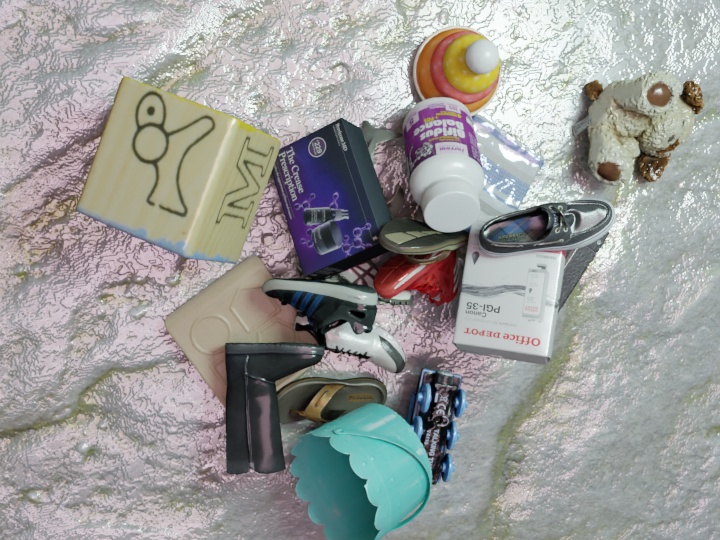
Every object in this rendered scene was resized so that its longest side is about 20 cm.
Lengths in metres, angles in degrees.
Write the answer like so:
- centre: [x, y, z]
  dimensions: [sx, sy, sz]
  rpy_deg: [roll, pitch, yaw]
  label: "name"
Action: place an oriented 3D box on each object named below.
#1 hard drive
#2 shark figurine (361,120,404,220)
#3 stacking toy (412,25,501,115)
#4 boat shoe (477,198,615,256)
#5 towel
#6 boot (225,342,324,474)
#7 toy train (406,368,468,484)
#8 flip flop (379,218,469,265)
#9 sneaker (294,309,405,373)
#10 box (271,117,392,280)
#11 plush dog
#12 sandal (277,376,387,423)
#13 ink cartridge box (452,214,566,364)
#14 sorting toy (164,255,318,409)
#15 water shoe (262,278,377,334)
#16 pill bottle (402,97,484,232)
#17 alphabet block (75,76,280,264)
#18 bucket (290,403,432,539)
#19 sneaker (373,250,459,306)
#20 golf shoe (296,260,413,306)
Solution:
- centre: [0.306, 0.010, 1.469]
  dimensions: [0.038, 0.140, 0.201]
  rpy_deg: [32, 92, -10]
  label: "hard drive"
- centre: [0.011, -0.121, 1.449]
  dimensions: [0.128, 0.089, 0.216]
  rpy_deg: [-27, 110, -38]
  label: "shark figurine"
- centre: [0.166, -0.308, 1.385]
  dimensions: [0.145, 0.200, 0.147]
  rpy_deg: [-1, 97, -8]
  label: "stacking toy"
- centre: [0.264, -0.067, 1.305]
  dimensions: [0.199, 0.066, 0.070]
  rpy_deg: [-8, 76, 11]
  label: "boat shoe"
- centre: [0.200, -0.138, 1.469]
  dimensions: [0.146, 0.024, 0.201]
  rpy_deg: [33, 73, -10]
  label: "towel"
- centre: [-0.132, 0.213, 1.412]
  dimensions: [0.164, 0.066, 0.201]
  rpy_deg: [-1, 89, 16]
  label: "boot"
- centre: [0.112, 0.253, 1.479]
  dimensions: [0.086, 0.114, 0.201]
  rpy_deg: [10, 95, -10]
  label: "toy train"
- centre: [0.096, -0.038, 1.351]
  dimensions: [0.081, 0.200, 0.058]
  rpy_deg: [32, 110, 24]
  label: "flip flop"
- centre: [-0.020, 0.111, 1.456]
  dimensions: [0.199, 0.074, 0.080]
  rpy_deg: [34, 57, -4]
  label: "sneaker"
- centre: [-0.042, -0.105, 1.382]
  dimensions: [0.141, 0.079, 0.201]
  rpy_deg: [-23, 76, 18]
  label: "box"
- centre: [0.461, -0.241, 1.485]
  dimensions: [0.171, 0.161, 0.201]
  rpy_deg: [12, 122, -23]
  label: "plush dog"
- centre: [-0.051, 0.217, 1.472]
  dimensions: [0.199, 0.055, 0.082]
  rpy_deg: [0, 121, -12]
  label: "sandal"
- centre: [0.226, 0.029, 1.371]
  dimensions: [0.146, 0.083, 0.201]
  rpy_deg: [7, 80, 13]
  label: "ink cartridge box"
- centre: [-0.184, 0.106, 1.465]
  dimensions: [0.185, 0.036, 0.200]
  rpy_deg: [-36, 95, -3]
  label: "sorting toy"
- centre: [-0.069, 0.055, 1.379]
  dimensions: [0.199, 0.071, 0.079]
  rpy_deg: [5, 92, 32]
  label: "water shoe"
- centre: [0.125, -0.157, 1.368]
  dimensions: [0.111, 0.201, 0.113]
  rpy_deg: [-3, 139, -2]
  label: "pill bottle"
- centre: [-0.256, -0.138, 1.319]
  dimensions: [0.194, 0.196, 0.201]
  rpy_deg: [22, 93, 12]
  label: "alphabet block"
- centre: [0.004, 0.312, 1.404]
  dimensions: [0.134, 0.207, 0.208]
  rpy_deg: [-27, 100, -36]
  label: "bucket"
- centre: [0.103, 0.020, 1.433]
  dimensions: [0.200, 0.078, 0.116]
  rpy_deg: [-38, 116, -41]
  label: "sneaker"
- centre: [0.000, 0.000, 1.458]
  dimensions: [0.199, 0.077, 0.089]
  rpy_deg: [21, 87, -10]
  label: "golf shoe"
